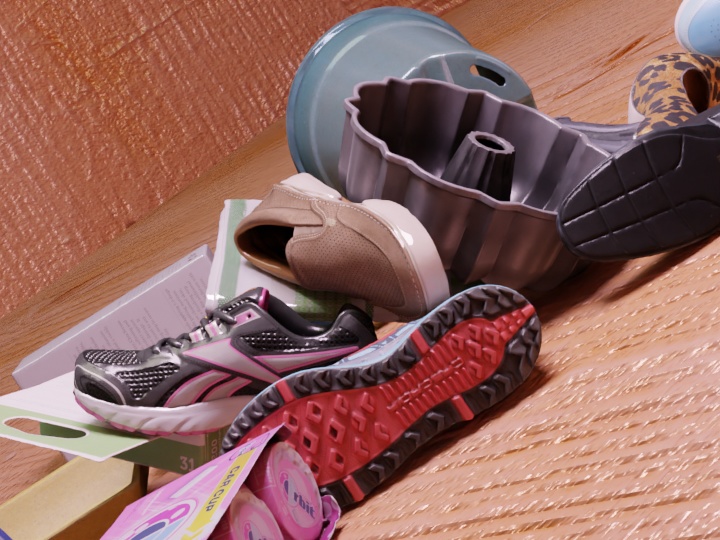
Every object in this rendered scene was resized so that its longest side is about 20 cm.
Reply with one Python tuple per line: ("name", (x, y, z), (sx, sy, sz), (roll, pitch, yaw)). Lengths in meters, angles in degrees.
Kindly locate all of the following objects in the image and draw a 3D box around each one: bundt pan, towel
("bundt pan", (0.075, -0.051, 1.211), (0.202, 0.200, 0.076), (-54, -16, -66))
("towel", (0.000, 0.000, 1.241), (0.198, 0.031, 0.150), (3, 30, 0))

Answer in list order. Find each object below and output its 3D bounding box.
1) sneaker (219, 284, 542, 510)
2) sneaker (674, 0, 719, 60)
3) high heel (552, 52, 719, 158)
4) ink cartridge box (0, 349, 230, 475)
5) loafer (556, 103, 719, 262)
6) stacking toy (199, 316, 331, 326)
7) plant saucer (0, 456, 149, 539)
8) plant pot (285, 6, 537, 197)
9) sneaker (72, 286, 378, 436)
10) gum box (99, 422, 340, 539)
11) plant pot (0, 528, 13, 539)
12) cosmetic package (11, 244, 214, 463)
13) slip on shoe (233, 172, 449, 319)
("sneaker", (0.014, 0.079, 1.068), (0.199, 0.080, 0.096), (-26, -3, 0))
("sneaker", (0.315, -0.191, 1.326), (0.199, 0.080, 0.131), (-18, 15, 22))
("high heel", (0.244, -0.104, 1.311), (0.199, 0.072, 0.142), (-23, 26, -35))
("ink cartridge box", (-0.159, 0.104, 1.216), (0.145, 0.048, 0.200), (9, 18, 31))
("loafer", (0.204, -0.058, 1.135), (0.199, 0.073, 0.072), (-25, -1, -13))
("stacking toy", (-0.095, 0.076, 1.347), (0.200, 0.110, 0.116), (-40, 14, 31))
("plant saucer", (-0.222, 0.192, 1.277), (0.199, 0.049, 0.200), (-33, 10, 1))
("plant pot", (0.054, -0.120, 1.580), (0.199, 0.201, 0.196), (-33, 17, -7))
("sneaker", (-0.079, 0.051, 1.154), (0.198, 0.087, 0.080), (1, 12, 2))
("gum box", (-0.091, 0.162, 0.946), (0.113, 0.066, 0.200), (-29, 10, 22))
("plant pot", (-0.320, 0.195, 1.014), (0.199, 0.180, 0.200), (-27, 14, 39))
("cosmetic package", (-0.192, 0.074, 1.614), (0.199, 0.102, 0.071), (-31, 9, 1))
("slip on shoe", (-0.015, -0.011, 1.142), (0.060, 0.077, 0.200), (-27, 30, -20))
